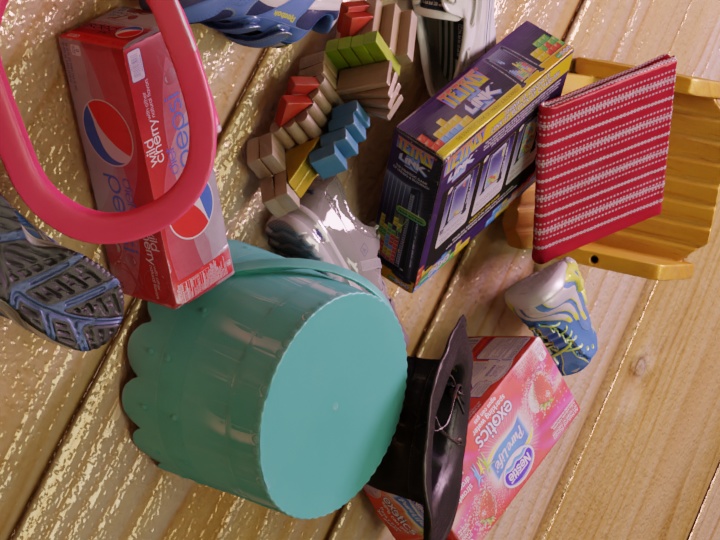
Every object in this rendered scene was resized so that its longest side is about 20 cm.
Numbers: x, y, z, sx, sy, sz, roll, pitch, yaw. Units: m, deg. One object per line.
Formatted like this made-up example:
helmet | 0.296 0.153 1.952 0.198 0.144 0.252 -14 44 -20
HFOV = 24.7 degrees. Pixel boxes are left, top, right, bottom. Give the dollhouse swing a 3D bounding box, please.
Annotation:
dollhouse swing | 0.253 -0.096 1.598 0.176 0.180 0.203 -18 120 -71

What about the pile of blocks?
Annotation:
pile of blocks | -0.023 -0.137 1.283 0.201 0.081 0.062 -61 142 -16

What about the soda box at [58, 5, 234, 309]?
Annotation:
soda box | -0.148 -0.078 1.151 0.063 0.069 0.202 -35 128 -41

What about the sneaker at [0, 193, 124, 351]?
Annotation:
sneaker | -0.246 -0.012 1.053 0.200 0.077 0.076 42 72 -32

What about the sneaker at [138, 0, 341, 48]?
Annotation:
sneaker | -0.078 -0.196 1.199 0.199 0.073 0.083 -24 123 -45

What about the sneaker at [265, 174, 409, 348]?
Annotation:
sneaker | 0.000 0.000 1.368 0.082 0.074 0.201 -54 138 -22

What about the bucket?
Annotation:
bucket | -0.067 0.085 1.264 0.206 0.134 0.210 -26 124 -46

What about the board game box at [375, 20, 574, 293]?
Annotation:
board game box | 0.094 -0.099 1.426 0.200 0.056 0.166 -41 154 -37

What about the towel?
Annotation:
towel | 0.220 -0.099 1.502 0.143 0.023 0.201 -23 140 -16

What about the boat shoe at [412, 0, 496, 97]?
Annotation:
boat shoe | 0.078 -0.233 1.384 0.067 0.073 0.202 -44 135 -37

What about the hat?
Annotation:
hat | 0.041 0.133 1.361 0.201 0.080 0.203 7 90 -79

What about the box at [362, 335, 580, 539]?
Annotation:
box | 0.101 0.159 1.520 0.200 0.099 0.096 -47 116 -32

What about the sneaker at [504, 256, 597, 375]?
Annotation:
sneaker | 0.194 0.047 1.563 0.106 0.075 0.200 63 12 2

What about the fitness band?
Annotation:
fitness band | -0.171 -0.117 1.053 0.142 0.037 0.202 -19 101 0
